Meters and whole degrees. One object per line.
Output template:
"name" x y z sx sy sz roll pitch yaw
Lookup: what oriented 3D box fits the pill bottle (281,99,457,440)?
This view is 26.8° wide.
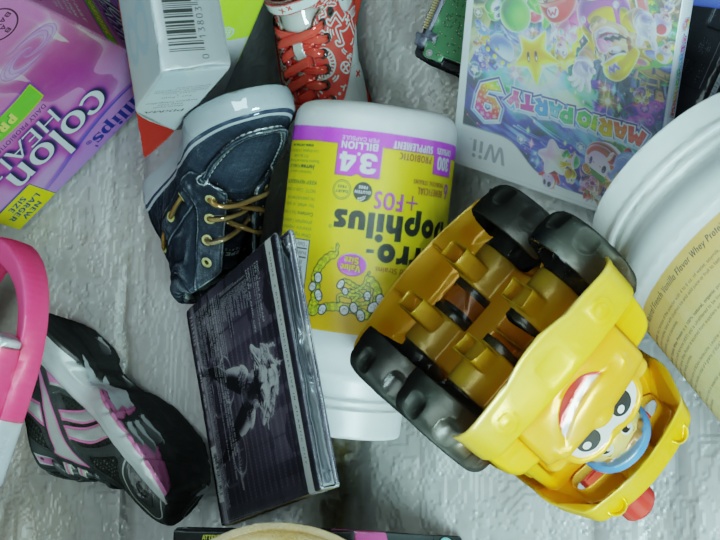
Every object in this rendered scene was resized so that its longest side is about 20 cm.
"pill bottle" 0.000 0.000 0.940 0.103 0.104 0.203 7 92 28

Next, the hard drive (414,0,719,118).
"hard drive" 0.142 -0.163 0.938 0.199 0.038 0.141 25 93 28

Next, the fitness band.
"fitness band" -0.276 0.075 1.078 0.143 0.037 0.202 36 108 55

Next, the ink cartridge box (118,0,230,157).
"ink cartridge box" -0.141 -0.172 0.946 0.200 0.047 0.162 152 108 -64

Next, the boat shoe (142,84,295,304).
"boat shoe" -0.084 -0.046 0.982 0.200 0.070 0.092 -38 65 61

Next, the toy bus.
"toy bus" 0.109 0.070 0.820 0.136 0.200 0.192 -46 108 -3

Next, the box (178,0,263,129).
"box" -0.114 -0.183 1.002 0.200 0.047 0.123 127 131 -61

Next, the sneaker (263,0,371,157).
"sneaker" -0.040 -0.154 0.992 0.067 0.108 0.204 -1 80 27

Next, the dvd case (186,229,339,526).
"dvd case" -0.065 0.074 0.941 0.200 0.016 0.151 145 117 -64

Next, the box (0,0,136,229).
"box" -0.265 -0.138 1.056 0.176 0.200 0.097 -42 65 14

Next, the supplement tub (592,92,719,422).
"supplement tub" 0.229 0.015 0.799 0.144 0.144 0.201 -43 65 14

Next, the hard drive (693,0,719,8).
"hard drive" 0.182 -0.217 0.852 0.198 0.025 0.133 13 122 26

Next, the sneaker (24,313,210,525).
"sneaker" -0.181 0.116 1.044 0.200 0.080 0.087 42 106 39

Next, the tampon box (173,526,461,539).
"tampon box" -0.024 0.254 0.885 0.125 0.150 0.203 -4 79 27

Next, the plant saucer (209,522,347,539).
"plant saucer" -0.038 0.235 0.790 0.198 0.035 0.203 -5 78 26

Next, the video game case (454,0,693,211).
"video game case" 0.123 -0.139 0.884 0.142 0.018 0.202 22 122 31
